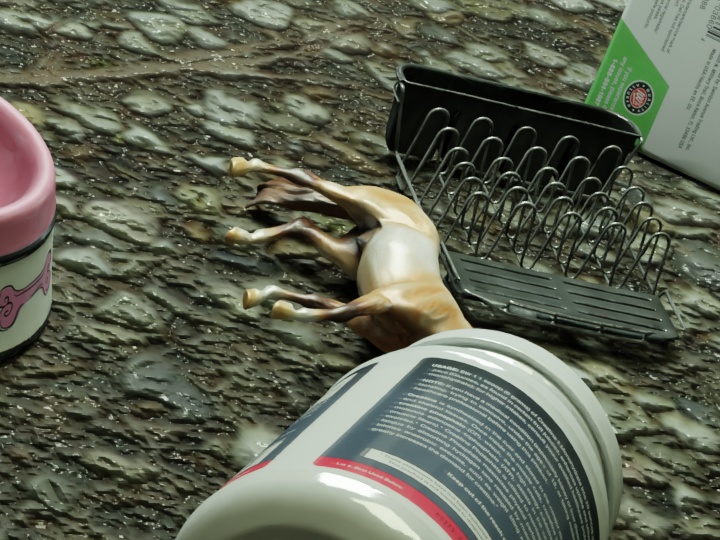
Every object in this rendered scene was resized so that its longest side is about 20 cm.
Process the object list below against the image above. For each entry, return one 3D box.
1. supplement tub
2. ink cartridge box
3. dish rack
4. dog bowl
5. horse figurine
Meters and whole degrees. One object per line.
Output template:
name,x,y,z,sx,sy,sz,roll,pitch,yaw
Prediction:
supplement tub,0.018,0.114,1.180,0.140,0.141,0.200,28,28,13
ink cartridge box,0.255,-0.120,1.785,0.200,0.146,0.084,26,26,8
dish rack,0.099,-0.033,1.609,0.153,0.055,0.200,11,29,-19
dog bowl,-0.229,-0.038,1.354,0.200,0.074,0.200,17,27,-9
horse figurine,0.000,0.000,1.479,0.132,0.050,0.200,11,29,-20
